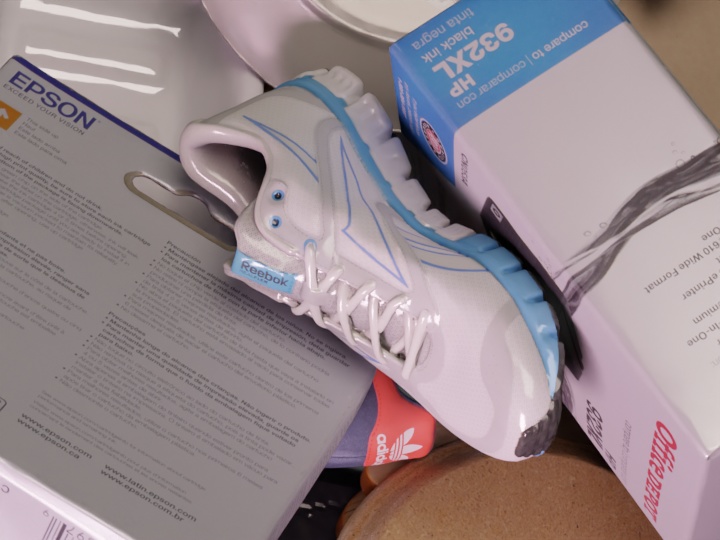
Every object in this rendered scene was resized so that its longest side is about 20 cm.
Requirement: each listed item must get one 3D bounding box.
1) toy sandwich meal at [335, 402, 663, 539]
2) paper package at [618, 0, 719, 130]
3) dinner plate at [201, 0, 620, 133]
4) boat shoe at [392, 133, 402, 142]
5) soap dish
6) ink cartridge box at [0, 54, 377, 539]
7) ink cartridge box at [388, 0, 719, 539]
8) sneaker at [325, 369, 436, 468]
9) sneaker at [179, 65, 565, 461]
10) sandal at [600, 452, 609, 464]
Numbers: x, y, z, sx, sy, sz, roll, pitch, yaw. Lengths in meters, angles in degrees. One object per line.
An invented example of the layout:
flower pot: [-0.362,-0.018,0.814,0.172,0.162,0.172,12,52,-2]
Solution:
toy sandwich meal: [0.063,0.154,0.974,0.205,0.070,0.206,5,68,-13]
paper package: [0.184,-0.057,1.083,0.190,0.103,0.200,-5,67,-18]
dinner plate: [0.022,-0.158,0.996,0.200,0.024,0.201,0,88,-7]
boat shoe: [0.039,-0.056,1.061,0.066,0.070,0.200,-21,74,-28]
soap dish: [-0.119,-0.060,1.008,0.157,0.081,0.200,9,64,-12]
ink cartridge box: [-0.100,0.025,0.884,0.199,0.041,0.200,32,38,3]
ink cartridge box: [0.102,-0.004,0.909,0.084,0.145,0.200,-32,69,-9]
sneaker: [0.000,0.000,1.007,0.084,0.075,0.200,5,56,-5]
sneaker: [-0.003,0.004,0.891,0.087,0.075,0.200,-14,47,-34]
sandal: [0.183,0.088,1.001,0.200,0.054,0.080,13,52,-19]
